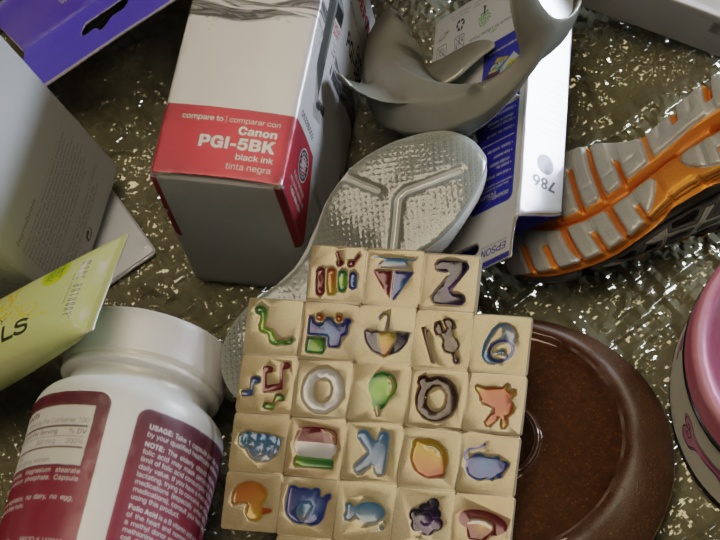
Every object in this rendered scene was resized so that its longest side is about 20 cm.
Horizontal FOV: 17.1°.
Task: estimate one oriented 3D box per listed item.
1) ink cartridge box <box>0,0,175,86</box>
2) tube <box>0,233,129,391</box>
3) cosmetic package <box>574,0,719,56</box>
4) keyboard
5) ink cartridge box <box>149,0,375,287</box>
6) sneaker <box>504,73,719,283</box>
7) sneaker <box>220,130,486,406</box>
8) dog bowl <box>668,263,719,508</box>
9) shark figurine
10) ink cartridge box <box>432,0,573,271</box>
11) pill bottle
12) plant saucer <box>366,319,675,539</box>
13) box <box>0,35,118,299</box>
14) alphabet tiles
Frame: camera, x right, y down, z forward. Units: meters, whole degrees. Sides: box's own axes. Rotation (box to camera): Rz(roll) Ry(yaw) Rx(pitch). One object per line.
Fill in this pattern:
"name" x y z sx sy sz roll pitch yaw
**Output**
"ink cartridge box" -0.158 -0.224 1.512 0.198 0.043 0.200 -27 43 43
"tube" -0.210 0.041 1.404 0.200 0.052 0.058 -27 74 37
"cosmetic package" 0.151 -0.204 1.469 0.200 0.051 0.083 20 70 -2
"keyboard" -0.203 -0.066 1.539 0.056 0.011 0.200 -32 62 -10
"ink cartridge box" -0.054 -0.109 1.447 0.083 0.147 0.200 6 66 11
"sneaker" 0.176 -0.042 1.408 0.200 0.077 0.078 -26 55 19
"sneaker" 0.000 0.000 1.401 0.070 0.080 0.200 44 93 20
"dog bowl" 0.269 0.053 1.336 0.200 0.074 0.200 -5 63 9
"shark figurine" 0.036 -0.112 1.405 0.214 0.089 0.128 -1 71 60
"ink cartridge box" 0.079 -0.076 1.434 0.099 0.039 0.200 -25 50 49
"pill bottle" -0.142 0.130 1.366 0.114 0.114 0.200 6 65 15
"plant saucer" 0.078 0.104 1.361 0.200 0.034 0.200 -5 55 6
"box" -0.260 -0.065 1.433 0.152 0.200 0.106 9 71 20
"alphabet tiles" 0.009 0.086 1.334 0.166 0.006 0.200 3 78 16
